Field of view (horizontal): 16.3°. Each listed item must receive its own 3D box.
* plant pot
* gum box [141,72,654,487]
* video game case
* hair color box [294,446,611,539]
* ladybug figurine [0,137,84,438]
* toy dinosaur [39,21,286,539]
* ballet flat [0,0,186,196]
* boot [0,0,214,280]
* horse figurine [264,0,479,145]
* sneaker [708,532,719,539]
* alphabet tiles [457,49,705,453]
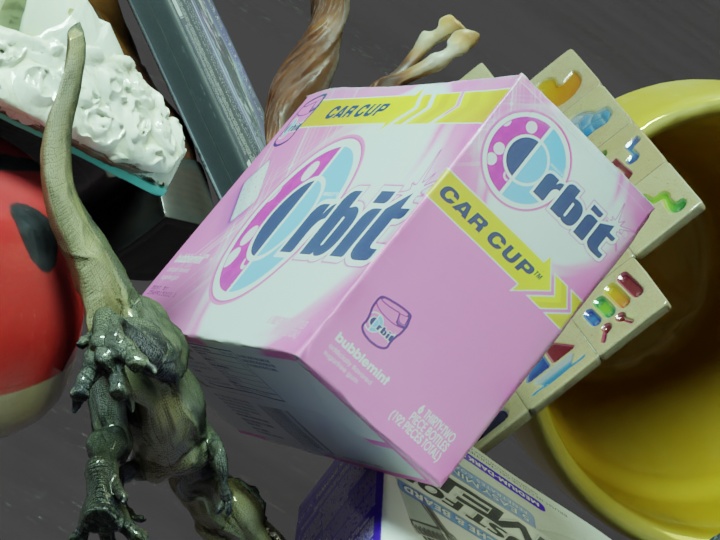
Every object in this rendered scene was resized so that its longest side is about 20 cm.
[{"bbox_3d":[0.136,0.010,1.139,0.200,0.201,0.189,31,0,-18],"label":"plant pot"},{"bbox_3d":[0.000,0.000,0.855,0.066,0.114,0.200,43,-14,-18],"label":"gum box"},{"bbox_3d":[-0.064,-0.081,1.082,0.200,0.019,0.143,-90,156,-83],"label":"video game case"},{"bbox_3d":[0.034,0.123,0.805,0.109,0.065,0.200,34,18,-10],"label":"hair color box"},{"bbox_3d":[-0.149,-0.008,0.776,0.136,0.072,0.200,41,16,17],"label":"ladybug figurine"},{"bbox_3d":[-0.071,0.033,0.778,0.088,0.047,0.201,-82,158,-57],"label":"toy dinosaur"},{"bbox_3d":[-0.132,-0.085,0.791,0.199,0.072,0.072,22,20,-26],"label":"ballet flat"},{"bbox_3d":[-0.136,-0.107,0.966,0.188,0.068,0.201,14,49,-55],"label":"boot"},{"bbox_3d":[0.017,-0.031,1.009,0.200,0.132,0.050,50,2,35],"label":"horse figurine"},{"bbox_3d":[0.149,0.145,0.933,0.082,0.070,0.200,45,10,19],"label":"sneaker"},{"bbox_3d":[0.047,-0.008,1.025,0.006,0.166,0.200,47,7,-37],"label":"alphabet tiles"}]
